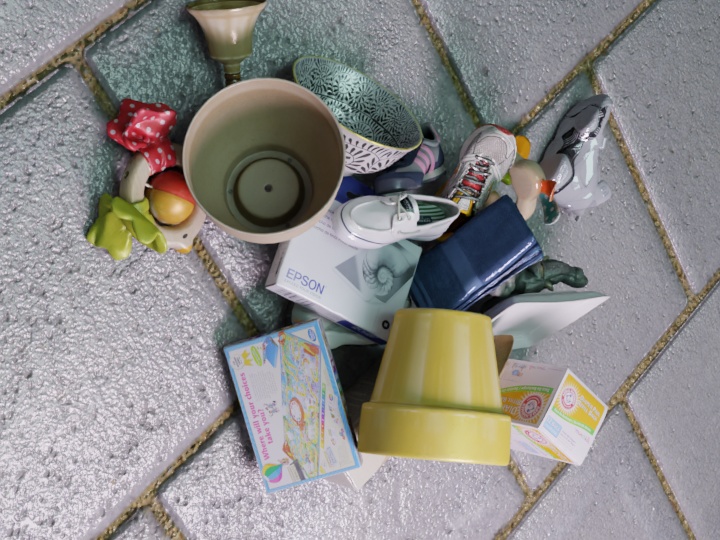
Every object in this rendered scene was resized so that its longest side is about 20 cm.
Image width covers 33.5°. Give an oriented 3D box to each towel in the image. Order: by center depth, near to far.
[{"bbox_3d":[0.155,-0.011,1.681,0.199,0.112,0.048,-37,141,15],"label":"towel"}]

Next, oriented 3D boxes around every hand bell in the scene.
[{"bbox_3d":[-0.163,-0.244,1.545,0.103,0.104,0.203,-19,116,-33],"label":"hand bell"}]

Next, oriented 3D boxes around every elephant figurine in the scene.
[{"bbox_3d":[0.220,0.009,1.787,0.143,0.154,0.200,-59,144,-3],"label":"elephant figurine"}]

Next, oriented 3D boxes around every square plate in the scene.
[{"bbox_3d":[0.240,0.075,1.790,0.198,0.198,0.029,-3,66,-36],"label":"square plate"}]

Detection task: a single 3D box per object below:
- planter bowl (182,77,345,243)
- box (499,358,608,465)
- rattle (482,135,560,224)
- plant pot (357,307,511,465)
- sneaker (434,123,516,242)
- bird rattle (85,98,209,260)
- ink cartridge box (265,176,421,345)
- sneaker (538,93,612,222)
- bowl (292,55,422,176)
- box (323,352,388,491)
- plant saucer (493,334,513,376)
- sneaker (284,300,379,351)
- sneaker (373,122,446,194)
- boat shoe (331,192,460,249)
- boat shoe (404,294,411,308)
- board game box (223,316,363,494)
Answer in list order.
[{"bbox_3d":[-0.117,-0.121,1.499,0.197,0.135,0.204,0,74,-1],"label":"planter bowl"},{"bbox_3d":[0.251,0.205,1.786,0.112,0.199,0.102,41,70,-30],"label":"box"},{"bbox_3d":[0.264,-0.137,1.775,0.141,0.199,0.132,-8,96,-34],"label":"rattle"},{"bbox_3d":[0.101,0.151,1.562,0.199,0.200,0.192,9,82,-36],"label":"plant pot"},{"bbox_3d":[0.162,-0.119,1.707,0.077,0.201,0.083,24,34,-5],"label":"sneaker"},{"bbox_3d":[-0.257,-0.106,1.487,0.162,0.112,0.203,28,63,-45],"label":"bird rattle"},{"bbox_3d":[-0.012,-0.030,1.611,0.198,0.040,0.203,27,69,-26],"label":"ink cartridge box"},{"bbox_3d":[0.361,-0.178,1.924,0.115,0.075,0.201,42,74,-31],"label":"sneaker"},{"bbox_3d":[-0.024,-0.189,1.604,0.199,0.202,0.095,12,124,-36],"label":"bowl"},{"bbox_3d":[0.018,0.206,1.684,0.200,0.094,0.078,-43,116,-24],"label":"box"},{"bbox_3d":[0.151,0.168,1.733,0.035,0.200,0.201,34,71,-3],"label":"plant saucer"},{"bbox_3d":[-0.018,0.069,1.663,0.198,0.074,0.081,-3,90,-36],"label":"sneaker"},{"bbox_3d":[0.063,-0.157,1.676,0.200,0.069,0.083,-36,118,-66],"label":"sneaker"},{"bbox_3d":[0.050,-0.078,1.600,0.198,0.067,0.074,-9,69,-44],"label":"boat shoe"},{"bbox_3d":[-0.001,0.000,1.671,0.199,0.070,0.073,24,83,-32],"label":"boat shoe"},{"bbox_3d":[-0.088,0.177,1.574,0.132,0.034,0.203,-16,93,7],"label":"board game box"}]
